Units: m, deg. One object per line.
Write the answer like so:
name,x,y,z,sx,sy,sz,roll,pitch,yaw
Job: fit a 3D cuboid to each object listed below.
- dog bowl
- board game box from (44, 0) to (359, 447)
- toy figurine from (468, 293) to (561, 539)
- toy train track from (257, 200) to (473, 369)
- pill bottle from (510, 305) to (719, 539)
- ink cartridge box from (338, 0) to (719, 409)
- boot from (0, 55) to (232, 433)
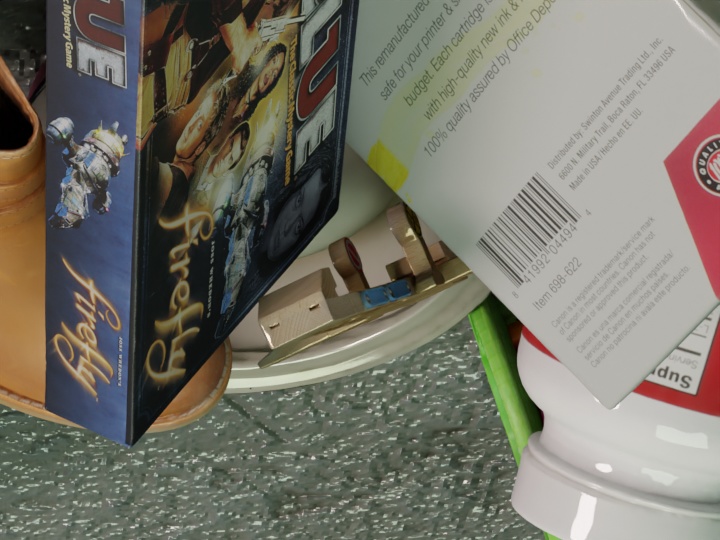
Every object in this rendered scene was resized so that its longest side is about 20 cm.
dog bowl,-0.042,-0.035,1.081,0.198,0.074,0.201,-6,148,-4
board game box,-0.045,-0.063,0.860,0.034,0.136,0.201,23,135,18
toy figurine,0.146,0.034,1.200,0.183,0.151,0.200,-19,169,0
toy train track,0.000,0.000,0.980,0.114,0.033,0.200,-25,178,14
pill bottle,0.122,0.003,1.049,0.112,0.112,0.201,11,101,-26
ink cartridge box,0.065,-0.080,0.923,0.083,0.200,0.145,-40,173,-44
boot,-0.116,-0.021,0.928,0.199,0.074,0.155,29,157,-8
